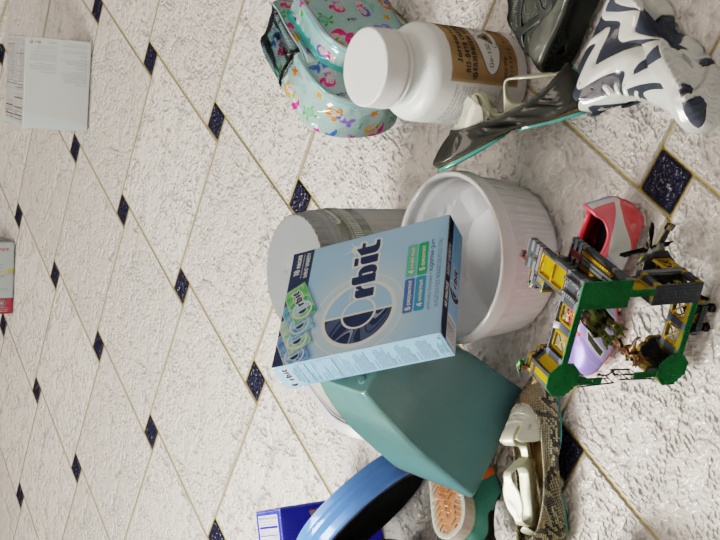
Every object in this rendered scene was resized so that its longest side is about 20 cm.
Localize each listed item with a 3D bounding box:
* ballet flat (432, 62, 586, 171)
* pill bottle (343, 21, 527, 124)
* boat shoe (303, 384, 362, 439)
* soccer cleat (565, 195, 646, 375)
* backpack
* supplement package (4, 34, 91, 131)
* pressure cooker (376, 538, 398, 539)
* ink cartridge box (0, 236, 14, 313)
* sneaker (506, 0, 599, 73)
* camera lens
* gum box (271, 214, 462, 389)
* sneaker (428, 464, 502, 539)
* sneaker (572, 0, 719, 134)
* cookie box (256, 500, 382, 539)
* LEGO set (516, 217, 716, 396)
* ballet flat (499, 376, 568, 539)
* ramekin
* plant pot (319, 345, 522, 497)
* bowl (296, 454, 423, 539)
[{"bbox_3d":[0.163,-0.177,1.276,0.199,0.068,0.069,-21,96,22],"label":"ballet flat"},{"bbox_3d":[0.086,-0.229,1.324,0.114,0.199,0.115,2,93,56],"label":"pill bottle"},{"bbox_3d":[-0.021,0.172,1.621,0.200,0.071,0.070,41,127,57],"label":"boat shoe"},{"bbox_3d":[0.243,0.017,1.203,0.067,0.076,0.201,37,120,50],"label":"soccer cleat"},{"bbox_3d":[-0.021,-0.278,1.512,0.151,0.177,0.201,-52,53,50],"label":"backpack"},{"bbox_3d":[-0.709,-0.425,2.575,0.150,0.151,0.201,20,107,55],"label":"supplement package"},{"bbox_3d":[0.012,0.439,1.423,0.176,0.200,0.179,-51,60,21],"label":"pressure cooker"},{"bbox_3d":[-1.029,0.009,3.079,0.144,0.145,0.201,17,104,55],"label":"ink cartridge box"},{"bbox_3d":[0.217,-0.327,1.235,0.114,0.076,0.200,55,139,32],"label":"sneaker"},{"bbox_3d":[0.000,0.000,1.461,0.160,0.199,0.161,1,92,56],"label":"camera lens"},{"bbox_3d":[0.010,0.034,1.247,0.199,0.045,0.171,-14,44,22],"label":"gum box"},{"bbox_3d":[0.129,0.245,1.393,0.071,0.080,0.201,-28,45,37],"label":"sneaker"},{"bbox_3d":[0.279,-0.181,1.142,0.130,0.079,0.200,-58,45,41],"label":"sneaker"},{"bbox_3d":[-0.047,0.420,1.572,0.075,0.170,0.201,-22,72,52],"label":"cookie box"},{"bbox_3d":[0.234,0.036,1.123,0.116,0.199,0.155,-131,37,-54],"label":"LEGO set"},{"bbox_3d":[0.192,0.218,1.286,0.068,0.075,0.201,-10,82,57],"label":"ballet flat"},{"bbox_3d":[0.141,-0.015,1.333,0.200,0.105,0.201,1,91,56],"label":"ramekin"},{"bbox_3d":[0.057,0.142,1.316,0.141,0.200,0.142,11,68,51],"label":"plant pot"},{"bbox_3d":[0.005,0.308,1.473,0.039,0.200,0.201,47,131,20],"label":"bowl"}]
